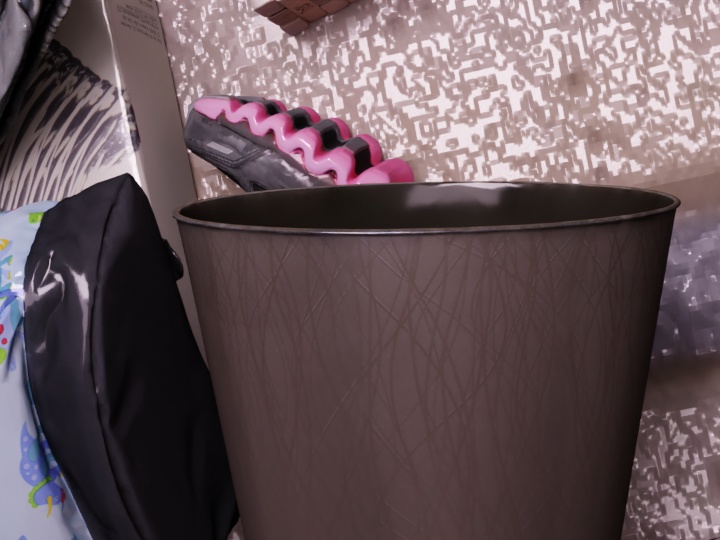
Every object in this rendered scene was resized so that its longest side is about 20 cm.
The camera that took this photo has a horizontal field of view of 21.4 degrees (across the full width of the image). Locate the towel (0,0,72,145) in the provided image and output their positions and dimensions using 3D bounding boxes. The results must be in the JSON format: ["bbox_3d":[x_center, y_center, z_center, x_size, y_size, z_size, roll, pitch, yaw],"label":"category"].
[{"bbox_3d":[-0.190,-0.130,0.784,0.201,0.034,0.193,58,134,27],"label":"towel"}]

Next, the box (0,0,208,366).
[{"bbox_3d":[-0.116,-0.027,0.814,0.081,0.068,0.202,-15,83,13],"label":"box"}]

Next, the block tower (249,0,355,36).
[{"bbox_3d":[0.031,-0.167,0.795,0.199,0.054,0.058,-25,81,11],"label":"block tower"}]

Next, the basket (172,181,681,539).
[{"bbox_3d":[0.024,0.075,0.687,0.178,0.136,0.202,-1,99,1],"label":"basket"}]

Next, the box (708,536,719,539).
[{"bbox_3d":[0.155,0.186,0.750,0.198,0.044,0.162,-19,83,12],"label":"box"}]

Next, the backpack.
[{"bbox_3d":[-0.163,0.064,0.678,0.198,0.154,0.164,0,125,20],"label":"backpack"}]

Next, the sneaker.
[{"bbox_3d":[0.000,0.000,0.789,0.199,0.079,0.096,33,106,14],"label":"sneaker"}]
